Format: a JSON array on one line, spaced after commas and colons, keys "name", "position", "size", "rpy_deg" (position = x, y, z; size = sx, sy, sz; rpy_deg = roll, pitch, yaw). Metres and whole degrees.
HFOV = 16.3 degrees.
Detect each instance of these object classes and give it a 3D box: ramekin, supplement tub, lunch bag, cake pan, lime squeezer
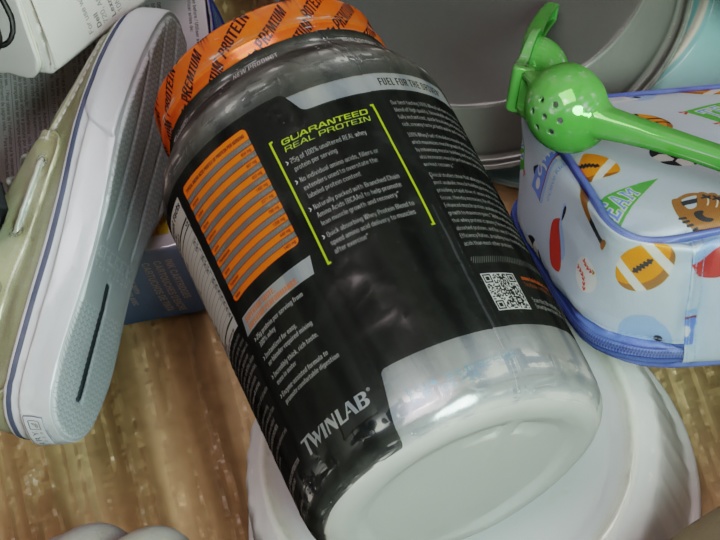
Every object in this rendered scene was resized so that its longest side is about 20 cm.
[{"name": "ramekin", "position": [0.043, 0.090, 1.059], "size": [0.202, 0.094, 0.203], "rpy_deg": [-4, 65, 9]}, {"name": "supplement tub", "position": [0.000, 0.000, 0.980], "size": [0.122, 0.123, 0.200], "rpy_deg": [-25, 63, -1]}, {"name": "lunch bag", "position": [0.169, -0.027, 1.056], "size": [0.200, 0.076, 0.160], "rpy_deg": [-4, 27, -14]}, {"name": "cake pan", "position": [0.055, -0.143, 1.169], "size": [0.200, 0.037, 0.201], "rpy_deg": [-4, 65, 9]}, {"name": "lime squeezer", "position": [0.091, -0.079, 1.030], "size": [0.071, 0.038, 0.200], "rpy_deg": [-17, 29, -15]}]

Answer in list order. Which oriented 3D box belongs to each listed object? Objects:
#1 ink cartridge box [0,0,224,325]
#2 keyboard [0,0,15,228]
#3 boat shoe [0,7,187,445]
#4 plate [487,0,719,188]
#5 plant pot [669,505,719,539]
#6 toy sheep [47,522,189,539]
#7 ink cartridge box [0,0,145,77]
[{"name": "ink cartridge box", "position": [-0.122, -0.047, 1.164], "size": [0.200, 0.076, 0.137], "rpy_deg": [-11, 65, 7]}, {"name": "keyboard", "position": [-0.175, -0.109, 1.062], "size": [0.040, 0.104, 0.200], "rpy_deg": [-16, 85, -25]}, {"name": "boat shoe", "position": [-0.126, -0.024, 1.077], "size": [0.062, 0.072, 0.200], "rpy_deg": [9, 69, 19]}, {"name": "plate", "position": [0.099, -0.131, 1.190], "size": [0.200, 0.026, 0.201], "rpy_deg": [-4, 64, 9]}, {"name": "plant pot", "position": [0.157, 0.177, 0.965], "size": [0.134, 0.200, 0.201], "rpy_deg": [-13, 57, 45]}, {"name": "toy sheep", "position": [-0.089, 0.166, 1.025], "size": [0.200, 0.138, 0.138], "rpy_deg": [22, 71, 20]}, {"name": "ink cartridge box", "position": [-0.137, -0.182, 1.165], "size": [0.146, 0.084, 0.200], "rpy_deg": [11, 42, 39]}]
